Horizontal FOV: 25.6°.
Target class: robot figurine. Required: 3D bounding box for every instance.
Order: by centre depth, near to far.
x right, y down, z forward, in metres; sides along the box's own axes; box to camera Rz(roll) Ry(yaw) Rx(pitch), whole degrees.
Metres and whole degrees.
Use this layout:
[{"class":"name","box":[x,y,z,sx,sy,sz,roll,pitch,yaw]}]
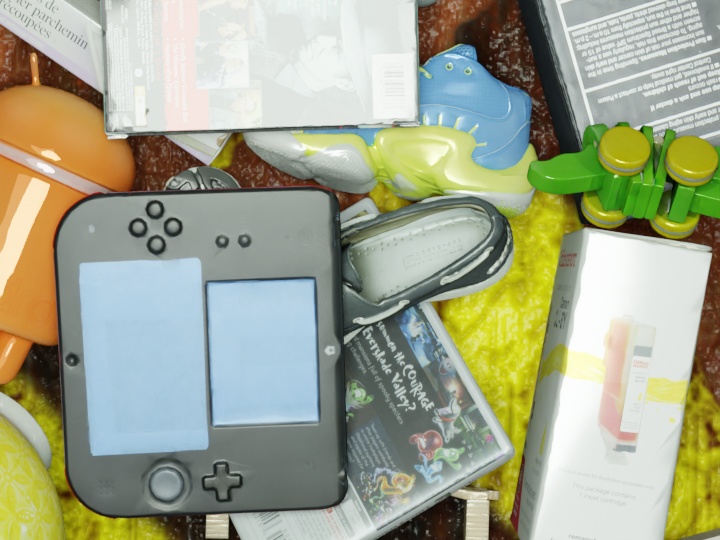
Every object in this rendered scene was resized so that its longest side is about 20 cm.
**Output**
[{"class":"robot figurine","box":[-0.215,-0.031,1.022,0.142,0.117,0.202,23,89,15]}]

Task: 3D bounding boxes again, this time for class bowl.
[{"class":"bowl","box":[-0.261,0.138,1.016,0.199,0.201,0.108,37,49,0]}]

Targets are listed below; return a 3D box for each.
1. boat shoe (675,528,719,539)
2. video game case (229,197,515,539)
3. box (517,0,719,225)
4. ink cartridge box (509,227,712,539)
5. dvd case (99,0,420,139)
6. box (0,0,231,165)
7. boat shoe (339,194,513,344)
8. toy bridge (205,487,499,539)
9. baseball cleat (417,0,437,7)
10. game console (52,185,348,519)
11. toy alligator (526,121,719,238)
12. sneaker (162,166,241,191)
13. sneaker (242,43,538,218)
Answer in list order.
[{"class":"boat shoe","box":[0.173,0.236,1.041,0.197,0.075,0.094,-14,83,0]},{"class":"video game case","box":[-0.024,0.080,1.035,0.180,0.023,0.201,-30,69,1]},{"class":"box","box":[0.211,-0.150,1.013,0.197,0.123,0.201,-16,90,3]},{"class":"ink cartridge box","box":[0.156,0.078,1.007,0.082,0.145,0.203,11,90,2]},{"class":"dvd case","box":[-0.063,-0.159,0.985,0.197,0.022,0.148,-3,93,-1]},{"class":"box","box":[-0.166,-0.143,1.022,0.199,0.042,0.039,34,110,-8]},{"class":"boat shoe","box":[0.000,0.000,1.010,0.198,0.060,0.076,-23,70,4]},{"class":"toy bridge","box":[-0.005,0.148,1.066,0.197,0.027,0.068,1,89,0]},{"class":"baseball cleat","box":[-0.039,-0.226,1.036,0.200,0.070,0.106,42,115,-9]},{"class":"game console","box":[-0.097,0.051,0.974,0.174,0.031,0.203,-1,98,1]},{"class":"toy alligator","box":[0.197,-0.056,0.934,0.197,0.060,0.055,8,52,2]},{"class":"sneaker","box":[-0.121,0.031,1.027,0.073,0.079,0.202,22,93,-3]},{"class":"sneaker","box":[0.025,-0.102,1.045,0.197,0.076,0.106,13,82,-11]}]
